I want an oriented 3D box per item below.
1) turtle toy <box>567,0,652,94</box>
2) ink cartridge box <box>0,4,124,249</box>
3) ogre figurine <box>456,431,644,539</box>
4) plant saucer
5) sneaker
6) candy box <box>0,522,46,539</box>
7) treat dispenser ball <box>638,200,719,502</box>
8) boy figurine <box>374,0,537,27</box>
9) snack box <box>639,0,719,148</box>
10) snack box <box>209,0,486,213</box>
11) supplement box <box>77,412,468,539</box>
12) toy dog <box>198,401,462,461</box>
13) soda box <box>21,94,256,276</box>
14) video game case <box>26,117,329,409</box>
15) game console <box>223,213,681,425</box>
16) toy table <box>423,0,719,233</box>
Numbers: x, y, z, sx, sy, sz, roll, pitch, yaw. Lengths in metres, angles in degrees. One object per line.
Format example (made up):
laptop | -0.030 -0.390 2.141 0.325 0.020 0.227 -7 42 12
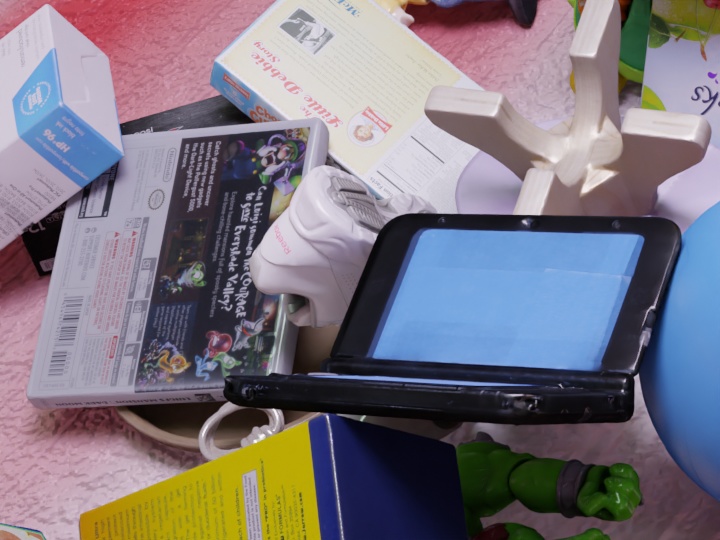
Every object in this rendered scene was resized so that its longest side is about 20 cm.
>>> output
turtle toy | 0.233 -0.188 1.727 0.199 0.101 0.146 8 49 25
ink cartridge box | -0.262 -0.075 1.716 0.200 0.068 0.116 -36 40 18
ogre figurine | 0.061 0.171 1.425 0.120 0.098 0.200 38 105 44
plant saucer | -0.073 0.047 1.648 0.199 0.030 0.201 -9 45 9
sneaker | 0.000 0.000 1.577 0.099 0.200 0.078 -39 53 21
candy box | -0.203 0.262 1.381 0.200 0.077 0.169 47 113 44
treat dispenser ball | 0.256 0.046 1.415 0.200 0.201 0.201 -9 44 9
boy figurine | 0.032 -0.216 1.851 0.199 0.065 0.125 0 47 19
snack box | 0.281 -0.117 1.613 0.199 0.143 0.053 15 22 31
snack box | 0.009 -0.110 1.708 0.200 0.037 0.116 40 64 11
supplement box | -0.048 0.167 1.384 0.200 0.109 0.110 -25 62 37
toy dog | 0.012 0.110 1.533 0.200 0.096 0.132 -33 50 4
soda box | -0.143 -0.065 1.758 0.199 0.063 0.071 -15 43 2
video game case | -0.118 -0.005 1.644 0.181 0.023 0.201 -4 59 22
game console | 0.051 0.022 1.375 0.199 0.176 0.117 1 88 33
toy table | 0.144 -0.068 1.583 0.199 0.117 0.184 -2 58 19
